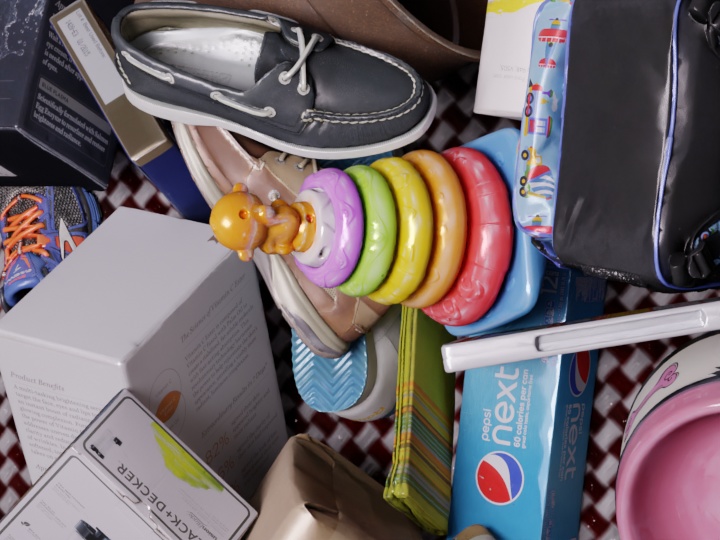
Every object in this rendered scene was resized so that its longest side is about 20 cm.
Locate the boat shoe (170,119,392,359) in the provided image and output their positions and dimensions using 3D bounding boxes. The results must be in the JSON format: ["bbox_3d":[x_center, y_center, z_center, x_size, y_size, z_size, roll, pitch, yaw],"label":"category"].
[{"bbox_3d":[-0.048,-0.043,1.345,0.072,0.076,0.201,-32,100,9],"label":"boat shoe"}]

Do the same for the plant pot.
[{"bbox_3d":[-0.032,-0.175,1.388,0.198,0.200,0.201,-32,75,32],"label":"plant pot"}]

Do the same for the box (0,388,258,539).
[{"bbox_3d":[-0.162,0.172,1.340,0.117,0.060,0.200,43,137,-2],"label":"box"}]

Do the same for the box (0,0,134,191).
[{"bbox_3d":[-0.267,-0.169,1.523,0.195,0.117,0.201,1,72,29],"label":"box"}]

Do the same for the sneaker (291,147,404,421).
[{"bbox_3d":[0.000,0.000,1.426,0.076,0.081,0.202,-2,77,30],"label":"sneaker"}]

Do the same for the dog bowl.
[{"bbox_3d":[0.238,0.137,1.257,0.199,0.074,0.201,10,115,22],"label":"dog bowl"}]

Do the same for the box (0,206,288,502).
[{"bbox_3d":[-0.138,0.086,1.411,0.106,0.152,0.201,12,128,28],"label":"box"}]

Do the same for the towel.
[{"bbox_3d":[0.041,0.061,1.358,0.018,0.086,0.201,-5,65,19],"label":"towel"}]

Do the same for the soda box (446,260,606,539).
[{"bbox_3d":[0.105,0.093,1.373,0.067,0.064,0.202,8,93,28],"label":"soda box"}]

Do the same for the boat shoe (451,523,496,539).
[{"bbox_3d":[0.028,0.243,1.355,0.200,0.071,0.076,-47,40,15],"label":"boat shoe"}]

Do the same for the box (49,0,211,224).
[{"bbox_3d":[-0.136,-0.089,1.438,0.032,0.200,0.121,-32,67,0],"label":"box"}]

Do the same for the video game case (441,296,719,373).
[{"bbox_3d":[0.152,0.033,1.251,0.199,0.143,0.018,-9,89,8],"label":"video game case"}]

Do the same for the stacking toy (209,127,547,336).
[{"bbox_3d":[0.001,-0.023,1.259,0.110,0.199,0.117,-22,71,58],"label":"stacking toy"}]

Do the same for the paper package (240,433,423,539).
[{"bbox_3d":[-0.050,0.223,1.312,0.103,0.191,0.201,32,95,-6],"label":"paper package"}]

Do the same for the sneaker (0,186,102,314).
[{"bbox_3d":[-0.225,-0.004,1.546,0.075,0.078,0.201,-27,77,25],"label":"sneaker"}]

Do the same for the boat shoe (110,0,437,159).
[{"bbox_3d":[-0.054,-0.116,1.270,0.199,0.060,0.076,6,59,13],"label":"boat shoe"}]

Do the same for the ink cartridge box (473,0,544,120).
[{"bbox_3d":[0.129,-0.148,1.332,0.067,0.117,0.202,9,93,30],"label":"ink cartridge box"}]

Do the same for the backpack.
[{"bbox_3d":[0.202,-0.079,1.259,0.134,0.199,0.184,8,96,44],"label":"backpack"}]
